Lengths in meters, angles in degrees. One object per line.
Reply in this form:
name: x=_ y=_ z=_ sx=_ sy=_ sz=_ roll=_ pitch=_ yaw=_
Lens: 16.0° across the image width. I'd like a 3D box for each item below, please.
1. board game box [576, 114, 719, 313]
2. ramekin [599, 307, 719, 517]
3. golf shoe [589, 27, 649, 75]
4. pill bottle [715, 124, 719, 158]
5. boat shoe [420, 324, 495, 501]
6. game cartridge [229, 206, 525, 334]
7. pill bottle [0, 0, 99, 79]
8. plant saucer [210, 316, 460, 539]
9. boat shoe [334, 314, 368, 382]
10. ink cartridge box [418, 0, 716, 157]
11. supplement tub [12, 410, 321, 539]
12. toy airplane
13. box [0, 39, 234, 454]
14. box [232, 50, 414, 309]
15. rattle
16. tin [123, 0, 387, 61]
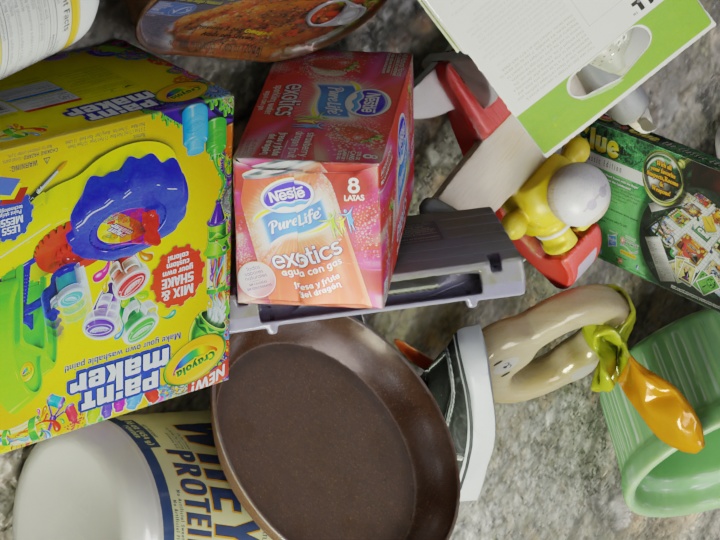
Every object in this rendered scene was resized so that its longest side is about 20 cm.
board game box: x=0.222 y=-0.042 z=1.858 sx=0.023 sy=0.199 sz=0.106 roll=-15 pitch=119 yaw=-37
ramekin: x=0.283 y=0.104 z=1.994 sx=0.198 sy=0.098 sz=0.200 roll=-16 pitch=155 yaw=-8
golf shoe: x=0.185 y=-0.224 z=1.796 sx=0.091 sy=0.075 sz=0.201 roll=29 pitch=62 yaw=-31
pill bottle: x=0.344 y=-0.032 z=2.044 sx=0.104 sy=0.104 sz=0.201 roll=-32 pitch=127 yaw=-28
boat shoe: x=0.055 y=0.105 z=1.807 sx=0.067 sy=0.074 sz=0.200 roll=-5 pitch=153 yaw=-6
game cartridge: x=0.000 y=0.000 z=1.666 sx=0.198 sy=0.130 sz=0.039 roll=-7 pitch=103 yaw=-4
pill bottle: x=-0.220 y=-0.164 z=1.456 sx=0.199 sy=0.112 sz=0.113 roll=-31 pitch=127 yaw=-30
plant saucer: x=-0.022 y=0.115 z=1.662 sx=0.199 sy=0.201 sz=0.034 roll=0 pitch=151 yaw=-43
boat shoe: x=-0.010 y=0.087 z=1.794 sx=0.062 sy=0.071 sz=0.201 roll=-30 pitch=128 yaw=-37
ink cartridge box: x=0.110 y=-0.194 z=1.624 sx=0.147 sy=0.076 sz=0.200 roll=-38 pitch=124 yaw=3
supplement tub: x=-0.112 y=0.165 z=1.680 sx=0.199 sy=0.145 sz=0.146 roll=-1 pitch=109 yaw=-43
toy airplane: x=0.117 y=-0.079 z=1.786 sx=0.198 sy=0.141 sz=0.202 roll=1 pitch=108 yaw=-42
box: x=-0.191 y=-0.015 z=1.544 sx=0.199 sy=0.122 sz=0.194 roll=-18 pitch=121 yaw=-37
box: x=-0.020 y=-0.061 z=1.624 sx=0.200 sy=0.095 sz=0.100 roll=-74 pitch=164 yaw=-65
rattle: x=0.130 y=0.095 z=1.861 sx=0.199 sy=0.130 sz=0.144 roll=-11 pitch=77 yaw=-42
tin: x=-0.063 y=-0.177 z=1.598 sx=0.199 sy=0.112 sz=0.042 roll=0 pitch=64 yaw=-51
